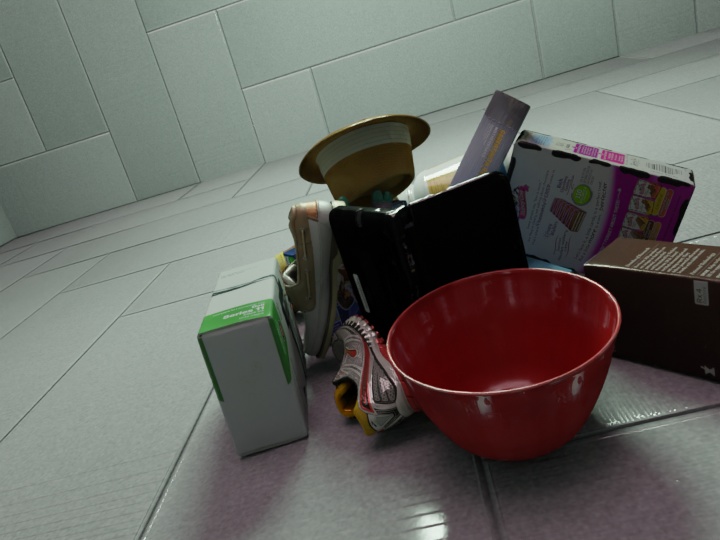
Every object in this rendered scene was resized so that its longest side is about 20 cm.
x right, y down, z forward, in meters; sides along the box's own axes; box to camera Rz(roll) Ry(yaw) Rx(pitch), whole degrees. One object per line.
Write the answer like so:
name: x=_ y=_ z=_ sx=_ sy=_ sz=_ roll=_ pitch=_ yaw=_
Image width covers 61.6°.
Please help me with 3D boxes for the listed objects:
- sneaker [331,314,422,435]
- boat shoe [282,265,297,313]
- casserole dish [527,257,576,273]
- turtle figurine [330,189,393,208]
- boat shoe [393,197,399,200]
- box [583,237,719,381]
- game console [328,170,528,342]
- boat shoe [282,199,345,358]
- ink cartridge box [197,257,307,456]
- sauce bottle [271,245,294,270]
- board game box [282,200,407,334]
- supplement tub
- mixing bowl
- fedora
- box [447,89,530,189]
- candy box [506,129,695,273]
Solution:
sneaker: x=-0.002 y=0.109 z=0.654 sx=0.081 sy=0.079 sz=0.200 roll=-31 pitch=17 yaw=-10
boat shoe: x=-0.078 y=0.000 z=0.927 sx=0.199 sy=0.071 sz=0.070 roll=-41 pitch=-7 yaw=23
casserole dish: x=0.232 y=0.000 z=0.803 sx=0.119 sy=0.040 sz=0.200 roll=-6 pitch=23 yaw=29
turtle figurine: x=0.042 y=-0.024 z=0.746 sx=0.147 sy=0.102 sz=0.201 roll=3 pitch=33 yaw=-36
boat shoe: x=-0.003 y=-0.037 z=0.955 sx=0.200 sy=0.071 sz=0.066 roll=-48 pitch=36 yaw=23
box: x=0.311 y=0.035 z=0.545 sx=0.074 sy=0.102 sz=0.198 roll=-27 pitch=21 yaw=-29
game console: x=0.080 y=0.005 z=0.659 sx=0.115 sy=0.204 sz=0.174 roll=-33 pitch=26 yaw=-30
boat shoe: x=-0.061 y=0.012 z=0.732 sx=0.067 sy=0.205 sz=0.075 roll=2 pitch=22 yaw=-12
ink cartridge box: x=-0.118 y=0.088 z=0.704 sx=0.081 sy=0.150 sz=0.201 roll=-15 pitch=20 yaw=-1
sauce bottle: x=-0.121 y=-0.002 z=1.023 sx=0.197 sy=0.067 sz=0.066 roll=-30 pitch=18 yaw=5
board game box: x=0.000 y=0.000 z=0.856 sx=0.197 sy=0.138 sz=0.034 roll=-27 pitch=19 yaw=-28
supplement tub: x=0.171 y=-0.109 z=0.970 sx=0.196 sy=0.147 sz=0.145 roll=-19 pitch=17 yaw=18
mixing bowl: x=0.129 y=0.091 z=0.532 sx=0.195 sy=0.111 sz=0.201 roll=-14 pitch=21 yaw=6
fedora: x=0.013 y=-0.142 z=0.848 sx=0.196 sy=0.084 sz=0.201 roll=-16 pitch=-11 yaw=-3
box: x=0.152 y=-0.128 z=0.792 sx=0.048 sy=0.161 sz=0.200 roll=26 pitch=3 yaw=5
candy box: x=0.268 y=-0.073 z=0.717 sx=0.196 sy=0.139 sz=0.061 roll=19 pitch=31 yaw=17
